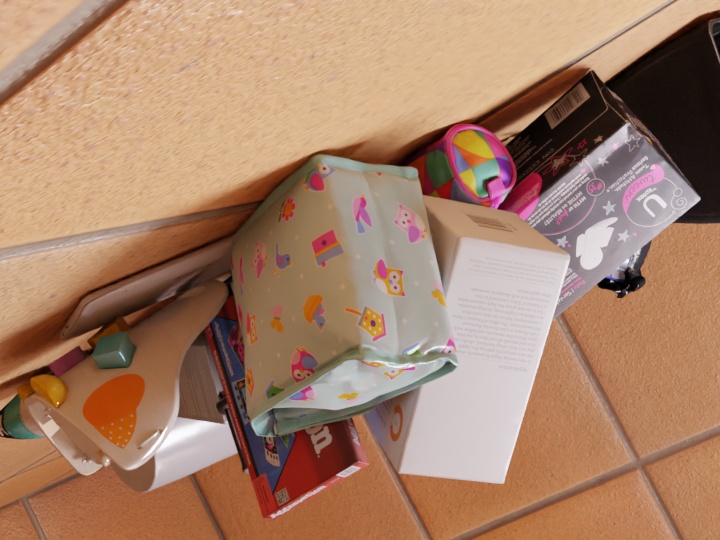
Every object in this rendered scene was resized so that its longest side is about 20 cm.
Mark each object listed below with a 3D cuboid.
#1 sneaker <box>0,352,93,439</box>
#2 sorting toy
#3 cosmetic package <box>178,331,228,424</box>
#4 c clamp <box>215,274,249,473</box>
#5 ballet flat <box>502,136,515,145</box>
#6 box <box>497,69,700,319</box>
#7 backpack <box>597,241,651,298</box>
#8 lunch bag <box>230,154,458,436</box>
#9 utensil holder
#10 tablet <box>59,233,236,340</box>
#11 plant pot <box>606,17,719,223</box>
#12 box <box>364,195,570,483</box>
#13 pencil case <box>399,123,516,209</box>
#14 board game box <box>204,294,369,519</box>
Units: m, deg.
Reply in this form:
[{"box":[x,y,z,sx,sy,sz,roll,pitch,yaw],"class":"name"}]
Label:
[{"box":[-0.301,0.128,1.261,0.080,0.071,0.200,-17,-179,30],"class":"sneaker"},{"box":[-0.192,0.079,1.037,0.180,0.107,0.200,-46,-171,-24],"class":"sorting toy"},{"box":[-0.157,0.096,1.215,0.107,0.090,0.200,-19,-172,-35],"class":"cosmetic package"},{"box":[-0.063,0.054,1.065,0.200,0.171,0.027,-42,146,15],"class":"c clamp"},{"box":[0.127,-0.103,1.236,0.200,0.071,0.065,-26,149,-43],"class":"ballet flat"},{"box":[0.188,-0.063,1.115,0.200,0.115,0.132,-41,-155,17],"class":"box"},{"box":[0.239,-0.068,1.402,0.190,0.154,0.200,7,-166,-1],"class":"backpack"},{"box":[-0.032,0.028,0.941,0.122,0.170,0.200,4,155,-36],"class":"lunch bag"},{"box":[-0.231,0.183,1.592,0.200,0.170,0.170,-20,171,-36],"class":"utensil holder"},{"box":[-0.161,0.007,1.043,0.200,0.014,0.130,-24,174,-28],"class":"tablet"},{"box":[0.363,-0.152,1.264,0.177,0.200,0.199,-14,-174,44],"class":"plant pot"},{"box":[0.081,0.055,0.985,0.097,0.200,0.124,9,-164,-17],"class":"box"},{"box":[0.053,-0.057,1.101,0.088,0.088,0.200,-23,172,-41],"class":"pencil case"},{"box":[-0.069,0.099,1.026,0.103,0.200,0.019,-33,149,19],"class":"board game box"}]
